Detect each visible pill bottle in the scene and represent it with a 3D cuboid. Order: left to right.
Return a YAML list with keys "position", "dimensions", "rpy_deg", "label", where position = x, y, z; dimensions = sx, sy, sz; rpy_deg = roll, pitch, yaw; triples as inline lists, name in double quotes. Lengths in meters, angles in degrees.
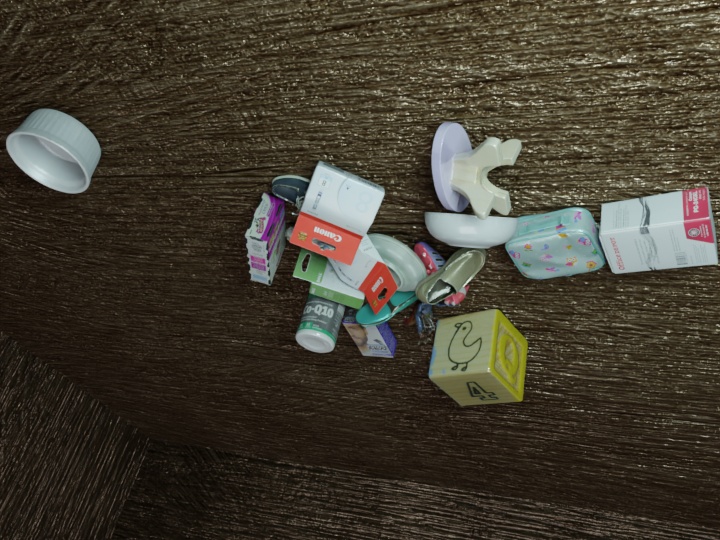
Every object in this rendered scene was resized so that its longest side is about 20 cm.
- position: [-0.101, 0.113, 1.740]
  dimensions: [0.111, 0.203, 0.114]
  rpy_deg: [11, 148, 7]
  label: "pill bottle"

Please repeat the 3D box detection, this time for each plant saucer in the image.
- position: [0.070, -0.005, 1.582]
  dimensions: [0.197, 0.051, 0.201]
  rpy_deg: [25, 150, 16]
  label: "plant saucer"

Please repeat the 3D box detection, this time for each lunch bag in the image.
- position: [0.422, -0.061, 1.363]
  dimensions: [0.197, 0.078, 0.160]
  rpy_deg: [-11, 137, 36]
  label: "lunch bag"

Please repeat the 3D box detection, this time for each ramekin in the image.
- position: [-0.724, -0.288, 1.508]
  dimensions: [0.196, 0.099, 0.202]
  rpy_deg: [11, 147, 7]
  label: "ramekin"

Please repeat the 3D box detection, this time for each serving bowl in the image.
- position: [0.230, -0.083, 1.323]
  dimensions: [0.196, 0.067, 0.200]
  rpy_deg: [4, -174, 0]
  label: "serving bowl"

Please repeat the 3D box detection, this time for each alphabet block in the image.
- position: [0.331, 0.247, 1.762]
  dimensions: [0.198, 0.198, 0.196]
  rpy_deg: [-15, 139, 38]
  label: "alphabet block"

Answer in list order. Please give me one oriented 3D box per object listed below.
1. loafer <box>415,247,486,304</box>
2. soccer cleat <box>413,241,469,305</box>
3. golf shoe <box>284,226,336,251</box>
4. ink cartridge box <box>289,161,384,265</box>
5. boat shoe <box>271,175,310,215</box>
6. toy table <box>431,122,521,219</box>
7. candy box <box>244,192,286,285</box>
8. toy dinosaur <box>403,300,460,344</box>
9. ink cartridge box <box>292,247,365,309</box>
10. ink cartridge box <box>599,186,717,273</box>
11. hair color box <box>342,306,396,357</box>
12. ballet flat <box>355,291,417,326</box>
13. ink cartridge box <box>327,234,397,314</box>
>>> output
- position: [0.222, 0.019, 1.503]
  dimensions: [0.199, 0.069, 0.076]
  rpy_deg: [-40, 118, 11]
  label: "loafer"
- position: [0.201, -0.002, 1.575]
  dimensions: [0.201, 0.077, 0.066]
  rpy_deg: [54, 156, -21]
  label: "soccer cleat"
- position: [-0.107, -0.100, 1.558]
  dimensions: [0.198, 0.099, 0.078]
  rpy_deg: [16, -168, 39]
  label: "golf shoe"
- position: [-0.056, -0.119, 1.404]
  dimensions: [0.158, 0.047, 0.203]
  rpy_deg: [20, 110, -9]
  label: "ink cartridge box"
- position: [-0.117, -0.162, 1.462]
  dimensions: [0.196, 0.063, 0.075]
  rpy_deg: [19, 150, -3]
  label: "boat shoe"
- position: [0.218, -0.183, 1.192]
  dimensions: [0.116, 0.186, 0.200]
  rpy_deg: [15, 163, 31]
  label: "toy table"
- position: [-0.234, -0.076, 1.576]
  dimensions: [0.060, 0.138, 0.201]
  rpy_deg: [14, 147, 4]
  label: "candy box"
- position: [0.165, 0.109, 1.730]
  dimensions: [0.197, 0.105, 0.184]
  rpy_deg: [12, 128, 37]
  label: "toy dinosaur"
- position: [-0.077, 0.017, 1.676]
  dimensions: [0.196, 0.105, 0.060]
  rpy_deg: [18, 148, -3]
  label: "ink cartridge box"
- position: [0.592, -0.075, 1.259]
  dimensions: [0.197, 0.085, 0.146]
  rpy_deg: [-7, 142, 32]
  label: "ink cartridge box"
- position: [0.031, 0.191, 1.930]
  dimensions: [0.107, 0.066, 0.201]
  rpy_deg: [1, 143, 24]
  label: "hair color box"
- position: [0.079, 0.097, 1.690]
  dimensions: [0.198, 0.068, 0.071]
  rpy_deg: [-32, 158, 0]
  label: "ballet flat"
- position: [0.000, 0.000, 1.559]
  dimensions: [0.047, 0.202, 0.160]
  rpy_deg: [-21, 162, -29]
  label: "ink cartridge box"
